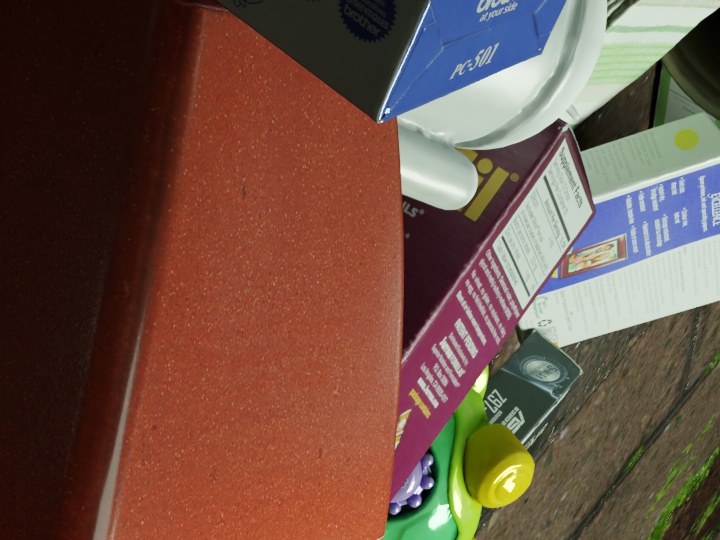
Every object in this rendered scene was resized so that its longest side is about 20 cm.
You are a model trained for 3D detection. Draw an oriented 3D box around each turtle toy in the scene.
[{"bbox_3d":[0.014,0.088,1.023,0.100,0.146,0.201,-8,129,-33],"label":"turtle toy"}]

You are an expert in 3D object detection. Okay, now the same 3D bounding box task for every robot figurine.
[{"bbox_3d":[0.023,-0.113,0.774,0.199,0.112,0.172,9,83,-44],"label":"robot figurine"}]

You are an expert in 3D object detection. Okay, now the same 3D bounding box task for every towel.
[{"bbox_3d":[0.151,-0.141,1.051,0.200,0.031,0.149,-41,168,25],"label":"towel"}]

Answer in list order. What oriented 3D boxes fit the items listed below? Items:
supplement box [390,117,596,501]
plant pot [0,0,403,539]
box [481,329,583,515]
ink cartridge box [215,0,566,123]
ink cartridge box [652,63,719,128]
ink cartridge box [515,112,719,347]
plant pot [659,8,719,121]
[{"bbox_3d":[0.000,0.000,0.887,0.201,0.130,0.103,-55,157,-9],"label":"supplement box"},{"bbox_3d":[-0.095,-0.015,0.626,0.199,0.199,0.178,-3,110,-62],"label":"plant pot"},{"bbox_3d":[0.055,0.149,1.249,0.200,0.043,0.161,-44,167,-30],"label":"box"},{"bbox_3d":[-0.036,-0.126,0.566,0.094,0.199,0.044,-27,149,-50],"label":"ink cartridge box"},{"bbox_3d":[0.259,-0.108,1.357,0.104,0.059,0.201,-46,154,-25],"label":"ink cartridge box"},{"bbox_3d":[0.183,-0.025,1.196,0.198,0.047,0.198,-19,151,3],"label":"ink cartridge box"},{"bbox_3d":[0.283,-0.193,1.169,0.201,0.199,0.174,-67,171,22],"label":"plant pot"}]
